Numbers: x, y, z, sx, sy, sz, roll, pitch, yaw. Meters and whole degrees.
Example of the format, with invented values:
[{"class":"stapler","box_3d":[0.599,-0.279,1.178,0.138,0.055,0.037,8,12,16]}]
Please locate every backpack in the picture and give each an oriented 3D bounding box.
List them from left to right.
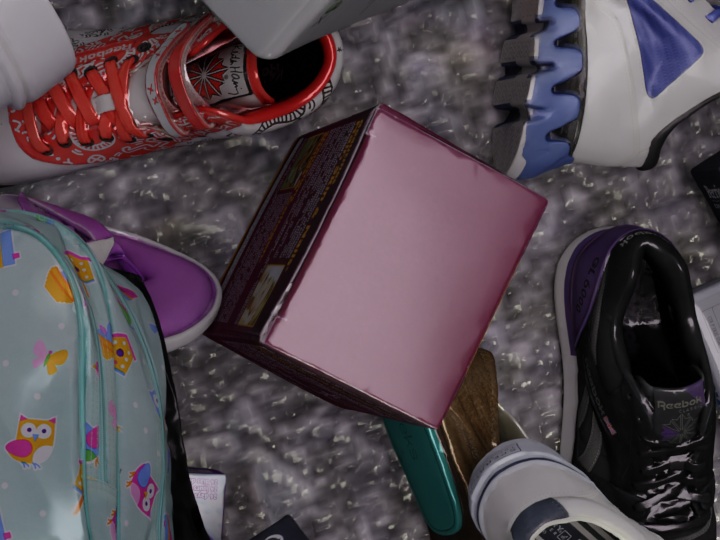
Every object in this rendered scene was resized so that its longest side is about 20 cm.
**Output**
[{"class":"backpack","box_3d":[-0.142,0.076,0.993,0.166,0.127,0.201,-4,74,9]}]

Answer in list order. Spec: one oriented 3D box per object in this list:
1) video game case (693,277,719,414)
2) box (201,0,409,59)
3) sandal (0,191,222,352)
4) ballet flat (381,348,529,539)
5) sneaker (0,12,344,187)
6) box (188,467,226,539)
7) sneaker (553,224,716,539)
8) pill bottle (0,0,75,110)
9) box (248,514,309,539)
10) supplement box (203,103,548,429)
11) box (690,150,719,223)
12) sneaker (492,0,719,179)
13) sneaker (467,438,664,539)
[{"class":"video game case","box_3d":[0.280,0.059,1.224,0.199,0.022,0.183,-23,94,-11]},{"class":"box","box_3d":[-0.016,-0.236,1.042,0.199,0.171,0.200,47,115,5]},{"class":"sandal","box_3d":[-0.162,-0.010,1.095,0.202,0.050,0.083,13,46,2]},{"class":"ballet flat","box_3d":[0.063,0.128,1.170,0.072,0.068,0.201,-14,89,-29]},{"class":"sneaker","box_3d":[-0.105,-0.084,1.108,0.201,0.108,0.068,-11,92,-10]},{"class":"box","box_3d":[-0.166,0.156,1.131,0.199,0.039,0.137,4,89,-11]},{"class":"sneaker","box_3d":[0.135,0.079,1.163,0.075,0.088,0.201,-11,92,-11]},{"class":"pill bottle","box_3d":[-0.227,-0.064,1.042,0.200,0.120,0.120,-38,97,-15]},{"class":"box","box_3d":[-0.059,0.249,1.068,0.198,0.123,0.200,-32,131,-10]},{"class":"supplement box","box_3d":[0.000,0.000,1.080,0.085,0.200,0.111,28,85,-10]},{"class":"box","box_3d":[0.263,0.002,1.109,0.104,0.200,0.183,-31,95,-9]},{"class":"sneaker","box_3d":[0.134,-0.136,1.175,0.115,0.081,0.200,8,95,-14]},{"class":"sneaker","box_3d":[0.126,0.158,1.124,0.200,0.071,0.073,37,104,-26]}]
